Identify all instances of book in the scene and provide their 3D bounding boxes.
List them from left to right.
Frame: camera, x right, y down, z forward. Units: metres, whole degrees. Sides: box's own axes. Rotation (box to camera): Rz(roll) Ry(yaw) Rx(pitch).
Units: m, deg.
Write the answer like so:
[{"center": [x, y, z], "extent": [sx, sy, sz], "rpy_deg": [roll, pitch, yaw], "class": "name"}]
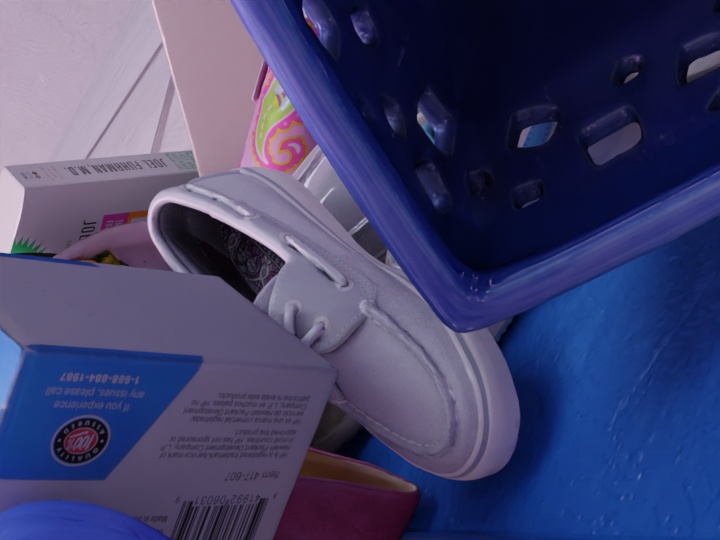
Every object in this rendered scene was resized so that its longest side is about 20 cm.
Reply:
[{"center": [-0.150, -0.012, 1.068], "extent": [0.048, 0.199, 0.135], "rpy_deg": [42, 125, 33], "class": "book"}]

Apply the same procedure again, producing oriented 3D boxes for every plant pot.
[{"center": [0.065, -0.134, 0.568], "extent": [0.198, 0.201, 0.180], "rpy_deg": [-27, 27, 15], "class": "plant pot"}]

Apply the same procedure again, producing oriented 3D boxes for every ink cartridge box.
[{"center": [-0.114, 0.104, 0.624], "extent": [0.084, 0.145, 0.202], "rpy_deg": [34, 108, 40], "class": "ink cartridge box"}]

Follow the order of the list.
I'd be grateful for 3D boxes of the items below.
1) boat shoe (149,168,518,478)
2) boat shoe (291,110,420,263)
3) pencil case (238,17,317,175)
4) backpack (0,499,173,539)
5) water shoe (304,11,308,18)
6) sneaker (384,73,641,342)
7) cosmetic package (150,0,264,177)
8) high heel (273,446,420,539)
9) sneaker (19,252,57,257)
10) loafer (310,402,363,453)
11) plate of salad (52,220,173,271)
[{"center": [-0.018, 0.018, 0.696], "extent": [0.200, 0.068, 0.073], "rpy_deg": [47, 129, 35], "class": "boat shoe"}, {"center": [0.023, -0.067, 0.781], "extent": [0.199, 0.069, 0.072], "rpy_deg": [-39, 62, 4], "class": "boat shoe"}, {"center": [-0.033, -0.040, 0.908], "extent": [0.088, 0.086, 0.202], "rpy_deg": [-120, 45, -71], "class": "pencil case"}, {"center": [-0.068, 0.171, 0.527], "extent": [0.164, 0.199, 0.168], "rpy_deg": [-60, 17, 0], "class": "backpack"}, {"center": [0.029, -0.123, 0.984], "extent": [0.072, 0.078, 0.201], "rpy_deg": [-51, 44, 35], "class": "water shoe"}, {"center": [0.043, -0.022, 0.744], "extent": [0.201, 0.080, 0.077], "rpy_deg": [-54, 19, 23], "class": "sneaker"}, {"center": [-0.062, -0.100, 0.989], "extent": [0.104, 0.072, 0.202], "rpy_deg": [-91, -10, -58], "class": "cosmetic package"}, {"center": [-0.071, 0.064, 0.719], "extent": [0.096, 0.200, 0.067], "rpy_deg": [-44, 3, 21], "class": "high heel"}, {"center": [-0.134, 0.040, 1.008], "extent": [0.072, 0.199, 0.086], "rpy_deg": [13, 90, 45], "class": "sneaker"}, {"center": [0.000, 0.000, 0.851], "extent": [0.202, 0.068, 0.076], "rpy_deg": [-62, 17, -8], "class": "loafer"}, {"center": [-0.130, 0.070, 0.950], "extent": [0.048, 0.199, 0.201], "rpy_deg": [30, 89, 42], "class": "plate of salad"}]
